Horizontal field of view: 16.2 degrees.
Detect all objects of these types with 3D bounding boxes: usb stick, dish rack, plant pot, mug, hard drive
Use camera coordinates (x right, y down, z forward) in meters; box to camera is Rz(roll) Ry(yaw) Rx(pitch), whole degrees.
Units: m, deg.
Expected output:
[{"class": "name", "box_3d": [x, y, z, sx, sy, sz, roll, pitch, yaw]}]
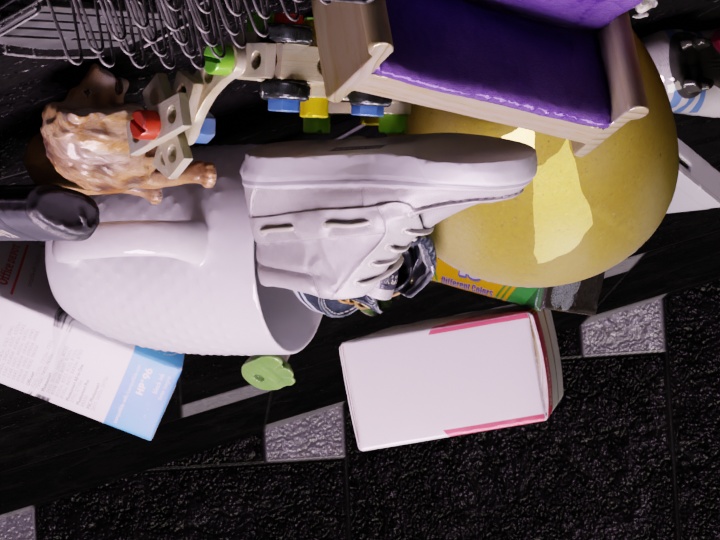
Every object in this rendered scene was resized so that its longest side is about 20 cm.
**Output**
[{"class": "usb stick", "box_3d": [-0.233, -0.037, 1.648, 0.055, 0.033, 0.199, 15, 173, -32]}, {"class": "dish rack", "box_3d": [-0.099, -0.146, 1.375, 0.199, 0.055, 0.153, -23, 169, 32]}, {"class": "plant pot", "box_3d": [0.113, -0.111, 1.638, 0.199, 0.201, 0.142, -16, 152, -7]}, {"class": "mug", "box_3d": [-0.137, -0.015, 1.768, 0.174, 0.149, 0.200, 0, 177, 21]}, {"class": "hard drive", "box_3d": [0.182, -0.081, 2.033, 0.199, 0.026, 0.132, -6, 150, 45]}]

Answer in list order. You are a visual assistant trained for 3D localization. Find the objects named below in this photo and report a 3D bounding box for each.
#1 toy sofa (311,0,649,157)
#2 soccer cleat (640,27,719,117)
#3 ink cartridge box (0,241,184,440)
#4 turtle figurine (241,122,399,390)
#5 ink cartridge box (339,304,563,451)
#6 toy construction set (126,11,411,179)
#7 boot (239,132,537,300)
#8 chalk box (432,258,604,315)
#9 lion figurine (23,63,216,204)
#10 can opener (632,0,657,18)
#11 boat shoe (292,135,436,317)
[{"class": "toy sofa", "box_3d": [0.078, -0.138, 1.468, 0.199, 0.083, 0.098, 11, 148, -32]}, {"class": "soccer cleat", "box_3d": [0.251, -0.156, 1.976, 0.086, 0.070, 0.200, -4, 176, 29]}, {"class": "ink cartridge box", "box_3d": [-0.231, 0.040, 1.874, 0.199, 0.068, 0.116, 22, -159, -9]}, {"class": "turtle figurine", "box_3d": [-0.036, -0.017, 1.919, 0.199, 0.195, 0.144, 10, 142, 25]}, {"class": "ink cartridge box", "box_3d": [0.074, 0.076, 1.896, 0.145, 0.083, 0.200, -10, 180, 8]}, {"class": "toy construction set", "box_3d": [-0.045, -0.116, 1.528, 0.199, 0.093, 0.131, -16, -167, -35]}, {"class": "boot", "box_3d": [0.021, -0.031, 1.558, 0.199, 0.096, 0.073, 1, -165, 30]}, {"class": "chalk box", "box_3d": [0.123, -0.079, 1.867, 0.123, 0.202, 0.125, 15, -176, 25]}, {"class": "lion figurine", "box_3d": [-0.172, -0.074, 1.618, 0.122, 0.073, 0.200, -2, 169, -29]}, {"class": "can opener", "box_3d": [0.112, -0.185, 1.544, 0.198, 0.067, 0.053, -6, 164, -16]}, {"class": "boat shoe", "box_3d": [0.000, 0.000, 1.687, 0.070, 0.091, 0.201, -27, 156, -15]}]
